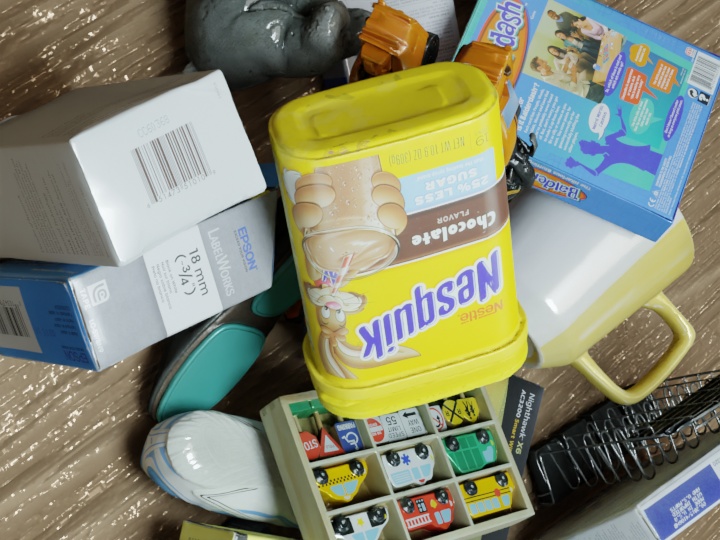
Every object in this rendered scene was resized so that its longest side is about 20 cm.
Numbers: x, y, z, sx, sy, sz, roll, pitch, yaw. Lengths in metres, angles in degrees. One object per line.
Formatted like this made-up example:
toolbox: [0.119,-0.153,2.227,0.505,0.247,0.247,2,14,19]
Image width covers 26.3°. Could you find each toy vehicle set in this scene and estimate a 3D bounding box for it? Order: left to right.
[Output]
toy vehicle set: [0.030,0.137,1.090,0.199,0.026,0.125,-7,69,-44]

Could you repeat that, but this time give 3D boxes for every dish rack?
dish rack: [0.239,0.129,1.260,0.153,0.200,0.055,-29,94,-33]

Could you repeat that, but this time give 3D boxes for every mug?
mug: [0.175,0.007,1.228,0.153,0.186,0.150,-44,159,-18]

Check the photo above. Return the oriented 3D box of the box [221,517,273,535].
box: [-0.088,0.304,1.103,0.158,0.051,0.201,-42,114,-31]

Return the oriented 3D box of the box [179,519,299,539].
box: [-0.027,0.216,1.071,0.199,0.075,0.051,17,79,-35]

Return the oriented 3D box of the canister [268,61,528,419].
canister: [0.025,-0.018,0.971,0.147,0.087,0.201,-15,127,-7]

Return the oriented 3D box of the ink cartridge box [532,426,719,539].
ink cartridge box: [0.242,0.186,1.259,0.196,0.200,0.043,-28,82,-33]

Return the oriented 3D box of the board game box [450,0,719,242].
board game box: [0.164,-0.132,1.174,0.199,0.045,0.153,25,68,0]

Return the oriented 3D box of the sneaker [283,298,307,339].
sneaker: [0.000,0.000,1.152,0.078,0.112,0.200,47,28,1]

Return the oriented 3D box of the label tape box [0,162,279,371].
label tape box: [-0.130,-0.006,1.004,0.199,0.144,0.064,-27,107,-33]

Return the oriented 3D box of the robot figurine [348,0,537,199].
robot figurine: [0.051,-0.101,1.065,0.200,0.144,0.058,82,33,-64]

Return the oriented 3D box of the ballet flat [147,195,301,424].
ballet flat: [-0.085,0.022,1.076,0.200,0.069,0.068,-46,143,12]

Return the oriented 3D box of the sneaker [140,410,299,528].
sneaker: [-0.062,0.147,1.091,0.199,0.072,0.072,24,69,-27]

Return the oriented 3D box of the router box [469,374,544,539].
router box: [0.051,0.163,1.204,0.157,0.052,0.201,22,79,-36]

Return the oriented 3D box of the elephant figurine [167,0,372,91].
elephant figurine: [-0.072,-0.235,1.054,0.155,0.141,0.201,-39,121,-45]

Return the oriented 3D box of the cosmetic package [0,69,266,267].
cosmetic package: [-0.163,-0.062,0.944,0.112,0.199,0.082,-30,107,-30]

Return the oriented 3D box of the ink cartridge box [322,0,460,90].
ink cartridge box: [0.017,-0.200,1.175,0.119,0.042,0.202,-19,101,-35]
